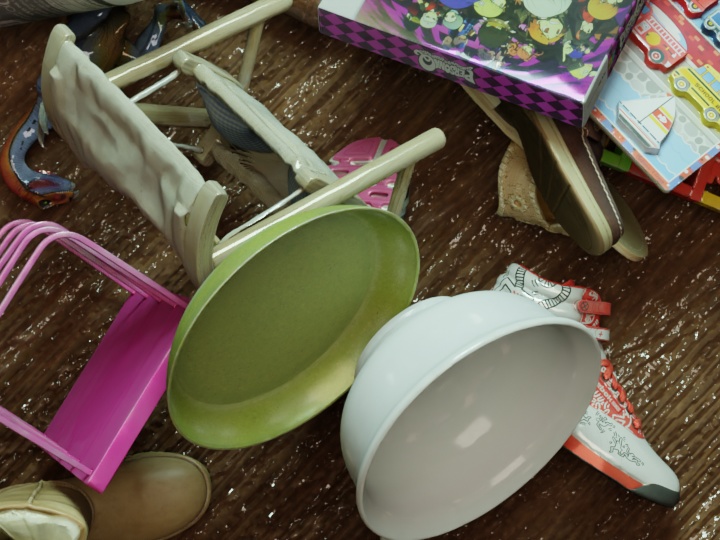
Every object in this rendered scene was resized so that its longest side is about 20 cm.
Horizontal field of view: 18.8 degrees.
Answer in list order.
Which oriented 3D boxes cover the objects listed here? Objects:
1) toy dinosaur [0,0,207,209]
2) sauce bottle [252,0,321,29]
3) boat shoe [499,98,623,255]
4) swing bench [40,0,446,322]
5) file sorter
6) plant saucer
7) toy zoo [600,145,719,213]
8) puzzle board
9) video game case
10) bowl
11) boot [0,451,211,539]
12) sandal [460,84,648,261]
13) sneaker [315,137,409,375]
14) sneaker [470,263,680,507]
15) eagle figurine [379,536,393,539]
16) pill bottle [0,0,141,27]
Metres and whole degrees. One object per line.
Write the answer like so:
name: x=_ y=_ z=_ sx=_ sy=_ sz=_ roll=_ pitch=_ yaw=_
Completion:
toy dinosaur: x=-0.197 y=-0.139 z=1.598 sx=0.181 sy=0.200 sz=0.105 roll=-39 pitch=126 yaw=15
sauce bottle: x=-0.050 y=-0.219 z=1.602 sx=0.200 sy=0.066 sz=0.066 roll=26 pitch=83 yaw=-2
boat shoe: x=0.148 y=-0.107 z=1.530 sx=0.072 sy=0.072 sz=0.200 roll=-20 pitch=66 yaw=-9
swing bench: x=-0.088 y=-0.076 z=1.470 sx=0.200 sy=0.130 sz=0.199 roll=-15 pitch=47 yaw=-34
file sorter: x=-0.208 y=0.047 z=1.482 sx=0.125 sy=0.200 sz=0.139 roll=34 pitch=83 yaw=-16
plant saucer: x=-0.049 y=0.031 z=1.417 sx=0.200 sy=0.200 sz=0.031 roll=-40 pitch=58 yaw=-6
toy zoo: x=0.261 y=-0.114 z=1.600 sx=0.199 sy=0.020 sz=0.132 roll=21 pitch=89 yaw=-14
puzzle board: x=0.198 y=-0.166 z=1.525 sx=0.151 sy=0.017 sz=0.200 roll=-37 pitch=75 yaw=-24
video game case: x=0.097 y=-0.207 z=1.502 sx=0.199 sy=0.036 sz=0.182 roll=22 pitch=64 yaw=15
bowl: x=0.059 y=0.082 z=1.479 sx=0.201 sy=0.201 sz=0.090 roll=-36 pitch=57 yaw=-6
boot: x=-0.189 y=0.171 z=1.482 sx=0.175 sy=0.200 sz=0.066 roll=-13 pitch=89 yaw=-3
sandal: x=0.121 y=-0.072 z=1.602 sx=0.070 sy=0.078 sz=0.212 roll=-43 pitch=79 yaw=25
sneaker: x=0.000 y=0.000 z=1.579 sx=0.073 sy=0.088 sz=0.201 roll=-2 pitch=60 yaw=18
sneaker: x=0.167 y=0.078 z=1.573 sx=0.201 sy=0.067 sz=0.108 roll=33 pitch=89 yaw=5
eagle figurine: x=0.068 y=0.278 z=1.524 sx=0.199 sy=0.151 sz=0.152 roll=19 pitch=73 yaw=11
pill bottle: x=-0.197 y=-0.234 z=1.498 sx=0.199 sy=0.113 sz=0.114 roll=-5 pitch=82 yaw=36
